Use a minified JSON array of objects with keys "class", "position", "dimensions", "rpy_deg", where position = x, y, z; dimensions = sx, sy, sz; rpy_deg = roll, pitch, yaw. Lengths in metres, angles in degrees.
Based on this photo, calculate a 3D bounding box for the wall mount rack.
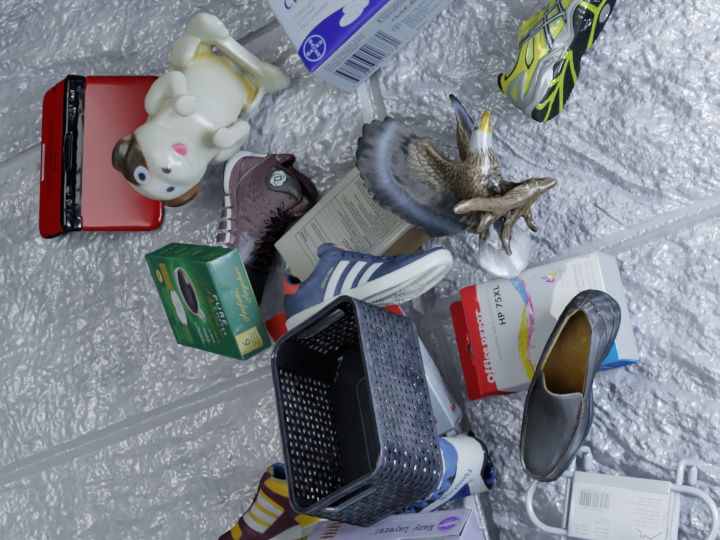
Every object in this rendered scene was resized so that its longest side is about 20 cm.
[{"class":"wall mount rack","position":[0.265,0.269,1.370],"dimensions":[0.198,0.074,0.176],"rpy_deg":[4,83,30]}]

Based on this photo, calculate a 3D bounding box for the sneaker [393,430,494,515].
[{"class":"sneaker","position":[0.079,0.229,1.474],"dimensions":[0.199,0.114,0.081],"rpy_deg":[-45,56,51]}]

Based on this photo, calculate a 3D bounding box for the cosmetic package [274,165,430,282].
[{"class":"cosmetic package","position":[0.010,-0.052,1.548],"dimensions":[0.200,0.071,0.106],"rpy_deg":[-41,68,20]}]

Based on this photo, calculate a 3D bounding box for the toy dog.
[{"class":"toy dog","position":[-0.212,-0.178,1.624],"dimensions":[0.193,0.139,0.201],"rpy_deg":[-1,56,51]}]

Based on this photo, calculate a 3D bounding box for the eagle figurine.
[{"class":"eagle figurine","position":[0.110,-0.100,1.428],"dimensions":[0.200,0.151,0.152],"rpy_deg":[30,88,51]}]

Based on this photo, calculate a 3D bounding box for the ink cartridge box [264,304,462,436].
[{"class":"ink cartridge box","position":[-0.003,0.115,1.511],"dimensions":[0.161,0.050,0.201],"rpy_deg":[-29,97,23]}]

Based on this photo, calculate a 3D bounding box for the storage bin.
[{"class":"storage bin","position":[-0.006,0.145,1.402],"dimensions":[0.135,0.093,0.202],"rpy_deg":[-34,51,34]}]

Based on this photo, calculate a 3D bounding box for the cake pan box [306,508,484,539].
[{"class":"cake pan box","position":[0.060,0.341,1.435],"dimensions":[0.198,0.052,0.185],"rpy_deg":[-11,116,29]}]

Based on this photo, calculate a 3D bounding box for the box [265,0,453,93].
[{"class":"box","position":[-0.017,-0.345,1.579],"dimensions":[0.184,0.105,0.201],"rpy_deg":[-40,66,19]}]

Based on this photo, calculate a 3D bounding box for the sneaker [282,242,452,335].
[{"class":"sneaker","position":[0.000,0.000,1.458],"dimensions":[0.198,0.075,0.085],"rpy_deg":[-23,70,17]}]

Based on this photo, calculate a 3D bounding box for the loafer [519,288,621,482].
[{"class":"loafer","position":[0.195,0.116,1.350],"dimensions":[0.072,0.072,0.202],"rpy_deg":[18,101,25]}]

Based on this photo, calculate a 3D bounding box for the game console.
[{"class":"game console","position":[-0.340,-0.145,1.792],"dimensions":[0.172,0.118,0.202],"rpy_deg":[-11,76,60]}]

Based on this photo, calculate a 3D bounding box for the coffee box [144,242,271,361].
[{"class":"coffee box","position":[-0.179,0.033,1.587],"dimensions":[0.199,0.044,0.124],"rpy_deg":[4,116,61]}]

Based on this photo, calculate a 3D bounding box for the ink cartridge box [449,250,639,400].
[{"class":"ink cartridge box","position":[0.179,0.062,1.440],"dimensions":[0.198,0.067,0.117],"rpy_deg":[-17,78,27]}]

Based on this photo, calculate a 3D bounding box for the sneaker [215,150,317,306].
[{"class":"sneaker","position":[-0.105,-0.047,1.615],"dimensions":[0.114,0.076,0.202],"rpy_deg":[-5,81,26]}]

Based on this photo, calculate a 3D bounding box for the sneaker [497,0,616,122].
[{"class":"sneaker","position":[0.210,-0.262,1.457],"dimensions":[0.076,0.075,0.201],"rpy_deg":[32,99,28]}]

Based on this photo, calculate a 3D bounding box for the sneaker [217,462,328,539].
[{"class":"sneaker","position":[-0.095,0.267,1.559],"dimensions":[0.199,0.075,0.091],"rpy_deg":[-26,81,34]}]
